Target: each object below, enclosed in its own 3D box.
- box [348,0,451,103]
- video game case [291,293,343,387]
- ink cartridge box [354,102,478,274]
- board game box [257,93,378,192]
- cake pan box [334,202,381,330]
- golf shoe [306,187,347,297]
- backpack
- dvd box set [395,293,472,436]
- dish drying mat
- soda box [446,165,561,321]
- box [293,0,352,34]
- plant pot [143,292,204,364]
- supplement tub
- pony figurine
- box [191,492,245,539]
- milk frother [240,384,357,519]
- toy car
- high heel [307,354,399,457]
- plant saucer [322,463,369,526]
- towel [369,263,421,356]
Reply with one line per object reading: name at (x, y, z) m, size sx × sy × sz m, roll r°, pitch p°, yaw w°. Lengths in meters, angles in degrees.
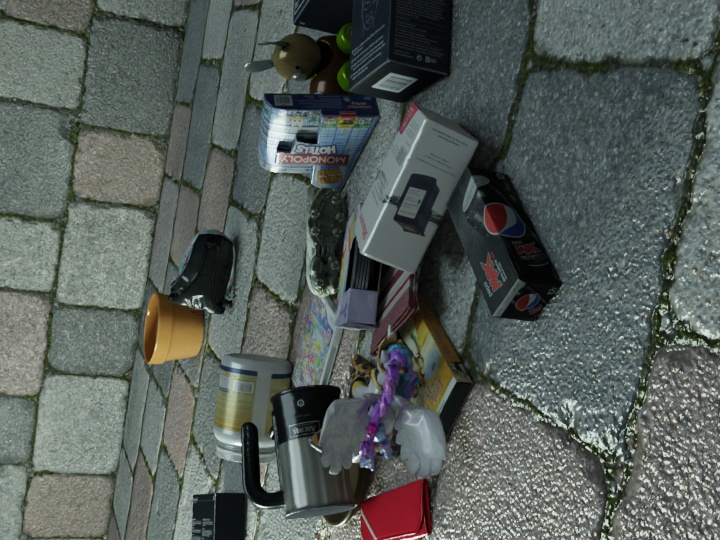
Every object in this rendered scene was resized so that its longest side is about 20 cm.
box at (0.060, -0.386, 1.353) m, size 0.148 × 0.106 × 0.203 m, roll 165°, pitch 109°, yaw -65°
video game case at (-0.082, 0.151, 1.630) m, size 0.143 × 0.018 × 0.202 m, roll -130°, pitch 52°, yaw -59°
ink cartridge box at (0.072, -0.116, 1.202) m, size 0.145 × 0.084 × 0.202 m, roll -102°, pitch 36°, yaw -71°
board game box at (-0.083, -0.223, 1.575) m, size 0.201 × 0.197 × 0.062 m, roll 103°, pitch 160°, yaw -48°
cake pan box at (0.000, 0.000, 1.381) m, size 0.200 × 0.052 × 0.187 m, roll 148°, pitch 128°, yaw -81°
golf shoe at (-0.076, -0.052, 1.608) m, size 0.097 × 0.077 × 0.203 m, roll 166°, pitch 110°, yaw -69°
backpack at (-0.396, -0.004, 2.217) m, size 0.126 × 0.165 × 0.202 m, roll -154°, pitch 79°, yaw -70°
dvd box set at (0.086, 0.149, 1.241) m, size 0.201 × 0.029 × 0.147 m, roll -116°, pitch 40°, yaw -51°
dish drying mat at (0.048, 0.363, 1.281) m, size 0.200 × 0.018 × 0.078 m, roll 138°, pitch 134°, yaw -56°
soda box at (0.171, -0.036, 1.064) m, size 0.201 × 0.063 × 0.071 m, roll -107°, pitch 34°, yaw -42°
box at (-0.038, -0.574, 1.603) m, size 0.200 × 0.122 × 0.201 m, roll 150°, pitch 124°, yaw -63°
plant pot at (-0.530, 0.171, 2.477) m, size 0.200 × 0.138 × 0.203 m, roll -172°, pitch 90°, yaw -67°
supplement tub at (-0.219, 0.275, 1.748) m, size 0.144 × 0.143 × 0.203 m, roll -175°, pitch 92°, yaw -66°
pony figurine at (0.025, 0.195, 1.172) m, size 0.201 × 0.164 × 0.195 m, roll 107°, pitch 168°, yaw -60°
box at (-0.327, 0.582, 1.986) m, size 0.200 × 0.078 × 0.143 m, roll 150°, pitch 120°, yaw -61°
milk frother at (-0.085, 0.305, 1.418) m, size 0.179 × 0.200 × 0.190 m, roll -16°, pitch 68°, yaw 21°
toy car at (-0.107, -0.375, 1.611) m, size 0.164 × 0.198 × 0.160 m, roll 142°, pitch 130°, yaw -58°
high heel at (-0.027, 0.202, 1.342) m, size 0.201 × 0.141 × 0.072 m, roll -109°, pitch 35°, yaw -44°
plant saucer at (-0.031, 0.324, 1.457) m, size 0.200 × 0.029 × 0.203 m, roll -173°, pitch 90°, yaw -65°
towel at (0.057, 0.013, 1.308) m, size 0.144 × 0.023 × 0.202 m, roll 126°, pitch 158°, yaw -49°
